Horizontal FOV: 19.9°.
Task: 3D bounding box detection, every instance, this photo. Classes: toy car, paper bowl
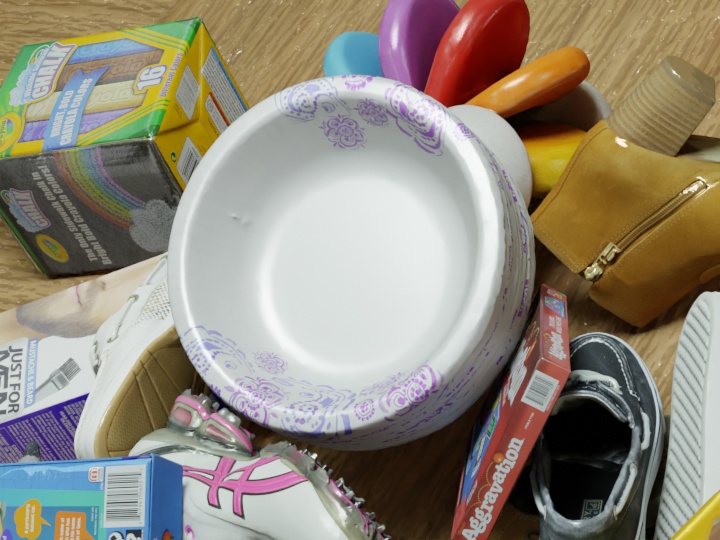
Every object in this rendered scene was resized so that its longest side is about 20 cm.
[{"bbox_3d":[0.056,-0.105,1.276,0.198,0.152,0.175,2,16,33],"label":"toy car"},{"bbox_3d":[0.000,0.000,1.146,0.199,0.104,0.203,-5,77,21],"label":"paper bowl"}]

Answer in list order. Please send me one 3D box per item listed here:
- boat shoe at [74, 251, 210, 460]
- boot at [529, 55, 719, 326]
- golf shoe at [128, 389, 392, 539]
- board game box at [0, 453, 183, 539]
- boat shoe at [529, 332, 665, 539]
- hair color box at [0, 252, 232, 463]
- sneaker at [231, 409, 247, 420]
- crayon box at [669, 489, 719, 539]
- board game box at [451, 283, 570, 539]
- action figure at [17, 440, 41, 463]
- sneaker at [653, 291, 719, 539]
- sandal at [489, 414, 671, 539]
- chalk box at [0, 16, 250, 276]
[{"bbox_3d":[-0.127,0.055,1.211,0.069,0.071,0.200,-2,34,25],"label":"boat shoe"},{"bbox_3d":[0.209,-0.017,1.185,0.144,0.200,0.071,-55,2,28],"label":"boot"},{"bbox_3d":[-0.060,0.133,1.070,0.092,0.073,0.199,-49,33,-16],"label":"golf shoe"},{"bbox_3d":[-0.190,0.176,1.048,0.198,0.045,0.154,-4,76,17],"label":"board game box"},{"bbox_3d":[0.120,0.085,1.073,0.071,0.068,0.201,-2,35,14],"label":"boat shoe"},{"bbox_3d":[-0.184,0.067,1.345,0.198,0.065,0.110,-18,41,11],"label":"hair color box"},{"bbox_3d":[-0.002,0.007,1.290,0.199,0.074,0.119,-23,38,6],"label":"sneaker"},{"bbox_3d":[0.172,0.190,0.964,0.126,0.052,0.200,44,74,10],"label":"crayon box"},{"bbox_3d":[0.082,0.073,1.091,0.104,0.019,0.200,-64,0,11],"label":"board game box"},{"bbox_3d":[-0.223,0.189,1.171,0.200,0.105,0.193,-42,-3,39],"label":"action figure"},{"bbox_3d":[0.204,0.110,1.065,0.081,0.074,0.202,14,68,-8],"label":"sneaker"},{"bbox_3d":[0.106,0.134,1.108,0.199,0.054,0.080,-34,41,-6],"label":"sandal"},{"bbox_3d":[-0.189,-0.083,1.456,0.198,0.125,0.125,-4,46,26],"label":"chalk box"}]
